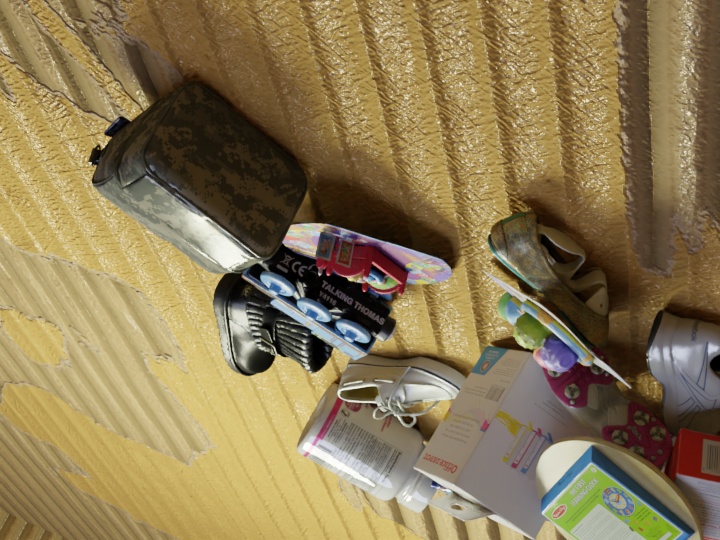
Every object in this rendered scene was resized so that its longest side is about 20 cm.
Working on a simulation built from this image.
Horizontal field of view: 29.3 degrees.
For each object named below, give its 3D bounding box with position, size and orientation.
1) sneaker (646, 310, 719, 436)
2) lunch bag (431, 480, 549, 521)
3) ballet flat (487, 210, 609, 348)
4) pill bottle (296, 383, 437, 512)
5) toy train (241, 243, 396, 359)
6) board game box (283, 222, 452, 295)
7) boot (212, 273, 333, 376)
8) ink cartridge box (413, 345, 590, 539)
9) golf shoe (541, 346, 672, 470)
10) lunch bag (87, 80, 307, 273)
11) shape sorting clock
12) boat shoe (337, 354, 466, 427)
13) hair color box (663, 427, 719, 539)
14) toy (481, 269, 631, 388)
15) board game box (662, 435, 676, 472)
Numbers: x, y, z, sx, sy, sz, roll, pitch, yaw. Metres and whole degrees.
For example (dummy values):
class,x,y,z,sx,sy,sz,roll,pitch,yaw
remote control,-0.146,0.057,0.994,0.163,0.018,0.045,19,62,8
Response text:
class,x,y,z,sx,sy,sz,roll,pitch,yaw
sneaker,0.357,0.120,1.438,0.087,0.075,0.200,5,147,28
lunch bag,0.210,0.306,1.915,0.150,0.094,0.200,9,158,29
ballet flat,0.210,0.008,1.394,0.200,0.071,0.071,41,151,-29
pill bottle,0.019,0.257,1.965,0.199,0.114,0.113,30,154,-4
toy train,-0.050,0.029,1.656,0.199,0.087,0.114,32,160,-8
board game box,0.000,0.000,1.532,0.199,0.039,0.158,17,165,-14
boot,-0.105,0.095,1.831,0.157,0.080,0.211,19,152,19
ink cartridge box,0.167,0.207,1.598,0.125,0.201,0.128,35,171,-16
golf shoe,0.260,0.153,1.512,0.200,0.075,0.092,55,168,31
lunch bag,-0.185,-0.091,1.499,0.200,0.140,0.167,38,146,-22
shape sorting clock,0.275,0.257,1.472,0.199,0.039,0.201,25,140,22
boat shoe,0.046,0.161,1.796,0.201,0.086,0.075,5,146,40
hair color box,0.370,0.254,1.481,0.101,0.061,0.200,11,142,6
toy,0.190,0.069,1.428,0.115,0.047,0.200,41,-177,-22
board game box,0.374,0.277,1.596,0.199,0.041,0.200,29,142,-19
